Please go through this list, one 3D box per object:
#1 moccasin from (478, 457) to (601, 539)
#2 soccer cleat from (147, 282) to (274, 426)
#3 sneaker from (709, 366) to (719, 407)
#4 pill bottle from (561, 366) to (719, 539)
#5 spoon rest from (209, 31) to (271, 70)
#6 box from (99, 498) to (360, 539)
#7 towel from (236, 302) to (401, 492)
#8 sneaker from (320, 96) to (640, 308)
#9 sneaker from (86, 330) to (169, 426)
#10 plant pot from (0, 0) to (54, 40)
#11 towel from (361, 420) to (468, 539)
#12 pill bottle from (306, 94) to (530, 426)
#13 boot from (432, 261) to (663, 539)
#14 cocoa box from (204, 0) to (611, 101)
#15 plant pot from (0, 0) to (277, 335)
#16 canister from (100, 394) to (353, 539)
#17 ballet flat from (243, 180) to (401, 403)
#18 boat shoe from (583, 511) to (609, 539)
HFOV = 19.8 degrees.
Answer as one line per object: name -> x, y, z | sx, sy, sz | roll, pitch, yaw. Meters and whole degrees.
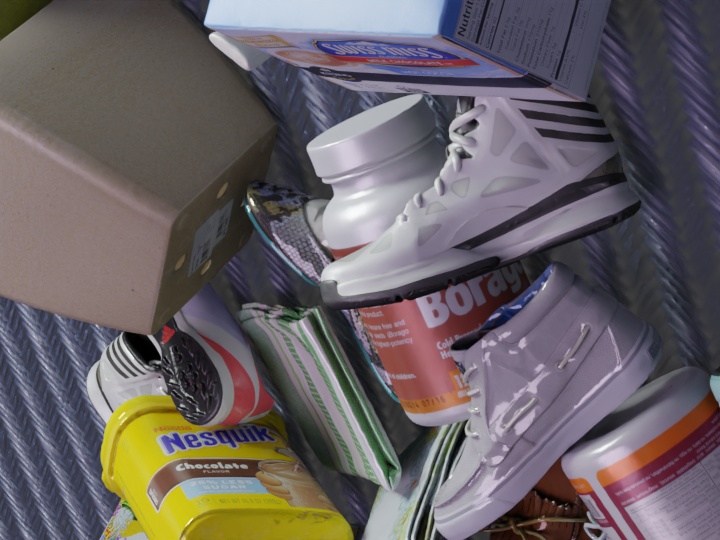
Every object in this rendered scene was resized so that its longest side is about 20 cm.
moccasin -> 0.122, 0.184, 1.441 | 0.074, 0.078, 0.202 | 33, 138, 30
soccer cleat -> -0.133, 0.038, 1.640 | 0.068, 0.073, 0.200 | -45, 57, 29
sneaker -> 0.301, 0.098, 1.177 | 0.140, 0.078, 0.200 | 61, 154, -8
pill bottle -> 0.221, 0.169, 1.284 | 0.200, 0.110, 0.110 | 56, 145, -3
spoon rest -> -0.040, -0.226, 1.350 | 0.099, 0.061, 0.200 | 41, 128, 19
box -> -0.120, 0.290, 1.652 | 0.200, 0.193, 0.122 | 10, 129, 13
towel -> -0.031, 0.092, 1.542 | 0.153, 0.023, 0.200 | 62, 165, -7
sneaker -> 0.058, -0.054, 1.261 | 0.076, 0.200, 0.116 | 38, -148, -87
sneaker -> -0.153, 0.134, 1.729 | 0.201, 0.076, 0.115 | 52, 146, 12
plant pot -> -0.282, -0.295, 1.492 | 0.187, 0.187, 0.200 | 32, 123, 31
towel -> 0.036, 0.184, 1.466 | 0.048, 0.171, 0.200 | 29, 143, -3
pill bottle -> 0.043, -0.008, 1.358 | 0.112, 0.112, 0.200 | -9, 110, 52
boot -> 0.089, 0.078, 1.288 | 0.096, 0.074, 0.200 | 39, 114, -8
cocoa box -> 0.031, -0.179, 1.185 | 0.200, 0.131, 0.134 | 9, 84, 46
plant pot -> -0.176, -0.074, 1.516 | 0.177, 0.200, 0.200 | 31, 139, 13
canister -> -0.103, 0.174, 1.582 | 0.200, 0.148, 0.087 | -135, 54, -60
ballet flat -> 0.000, 0.000, 1.469 | 0.200, 0.072, 0.072 | 52, 144, 7
boat shoe -> 0.199, 0.193, 1.369 | 0.074, 0.065, 0.202 | -16, 103, 53
